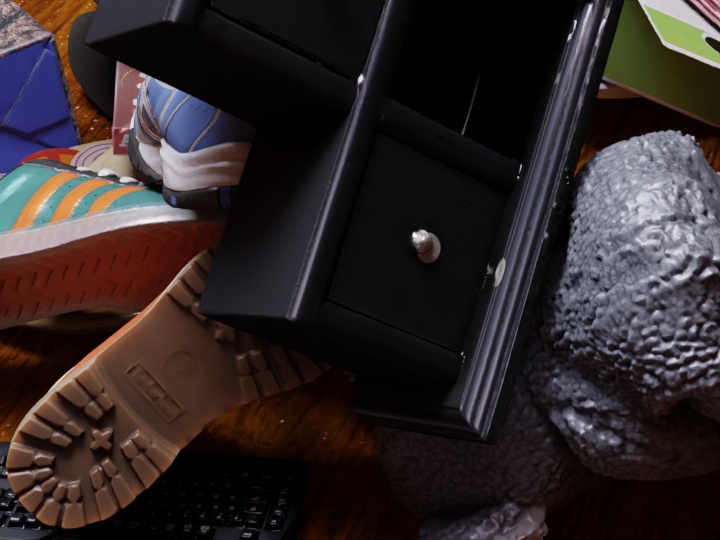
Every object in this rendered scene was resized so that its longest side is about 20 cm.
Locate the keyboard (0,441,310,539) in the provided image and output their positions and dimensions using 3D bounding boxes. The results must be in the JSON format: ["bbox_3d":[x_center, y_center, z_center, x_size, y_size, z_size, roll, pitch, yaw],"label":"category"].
[{"bbox_3d":[-0.129,0.110,0.721,0.200,0.040,0.104,1,38,11],"label":"keyboard"}]

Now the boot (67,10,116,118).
[{"bbox_3d":[-0.104,-0.125,1.009,0.200,0.074,0.075,20,25,27],"label":"boot"}]

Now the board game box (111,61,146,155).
[{"bbox_3d":[-0.093,-0.122,0.914,0.103,0.019,0.200,-1,33,-7],"label":"board game box"}]

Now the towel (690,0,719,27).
[{"bbox_3d":[0.261,-0.145,0.894,0.144,0.023,0.200,47,32,22],"label":"towel"}]

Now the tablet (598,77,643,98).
[{"bbox_3d":[0.100,-0.171,0.975,0.200,0.014,0.130,45,30,23],"label":"tablet"}]

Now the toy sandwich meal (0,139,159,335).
[{"bbox_3d":[-0.145,-0.038,0.886,0.205,0.070,0.205,-4,38,3],"label":"toy sandwich meal"}]

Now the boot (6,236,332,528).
[{"bbox_3d":[-0.074,0.033,0.714,0.200,0.075,0.107,-35,8,-4],"label":"boot"}]

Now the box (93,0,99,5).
[{"bbox_3d":[-0.078,-0.204,0.893,0.164,0.086,0.200,-23,49,-35],"label":"box"}]

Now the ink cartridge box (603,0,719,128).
[{"bbox_3d":[0.180,-0.131,0.895,0.148,0.076,0.200,19,32,-24],"label":"ink cartridge box"}]

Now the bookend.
[{"bbox_3d":[-0.020,-0.060,0.599,0.092,0.200,0.199,1,70,58],"label":"bookend"}]

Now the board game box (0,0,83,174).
[{"bbox_3d":[-0.299,-0.120,0.994,0.159,0.097,0.200,-28,42,-24],"label":"board game box"}]

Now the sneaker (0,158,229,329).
[{"bbox_3d":[-0.134,-0.024,0.771,0.200,0.071,0.080,-7,50,4],"label":"sneaker"}]

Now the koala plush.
[{"bbox_3d":[0.088,0.049,0.674,0.200,0.184,0.177,-28,57,19],"label":"koala plush"}]

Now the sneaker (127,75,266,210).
[{"bbox_3d":[-0.068,-0.078,0.730,0.076,0.077,0.200,-2,11,-18],"label":"sneaker"}]
